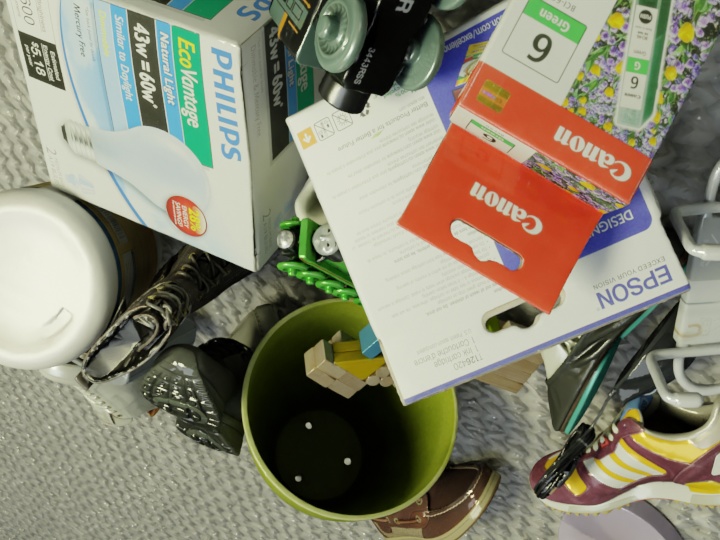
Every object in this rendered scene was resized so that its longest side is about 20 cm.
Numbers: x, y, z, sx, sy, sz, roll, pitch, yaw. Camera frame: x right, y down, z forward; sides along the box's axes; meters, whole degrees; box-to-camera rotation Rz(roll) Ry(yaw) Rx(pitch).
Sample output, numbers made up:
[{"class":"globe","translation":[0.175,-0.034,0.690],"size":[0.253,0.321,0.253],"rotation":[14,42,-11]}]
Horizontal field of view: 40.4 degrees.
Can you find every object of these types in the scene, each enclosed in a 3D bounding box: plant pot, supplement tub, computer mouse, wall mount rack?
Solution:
[{"class":"plant pot","translation":[-0.027,0.149,0.901],"size":[0.186,0.188,0.200],"rotation":[34,154,3]},{"class":"supplement tub","translation":[-0.258,-0.006,0.859],"size":[0.142,0.200,0.148],"rotation":[1,99,4]},{"class":"computer mouse","translation":[0.195,0.105,0.730],"size":[0.034,0.059,0.201],"rotation":[37,119,11]},{"class":"wall mount rack","translation":[0.274,0.018,0.613],"size":[0.170,0.075,0.203],"rotation":[-4,124,-2]}]

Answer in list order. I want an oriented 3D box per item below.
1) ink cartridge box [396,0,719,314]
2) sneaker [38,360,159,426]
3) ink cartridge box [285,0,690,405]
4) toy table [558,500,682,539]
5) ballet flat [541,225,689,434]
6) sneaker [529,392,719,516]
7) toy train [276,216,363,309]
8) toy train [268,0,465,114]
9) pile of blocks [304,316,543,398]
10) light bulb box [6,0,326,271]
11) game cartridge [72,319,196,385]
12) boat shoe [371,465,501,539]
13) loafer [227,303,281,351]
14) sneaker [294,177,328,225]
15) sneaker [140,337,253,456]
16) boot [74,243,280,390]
[{"class":"ink cartridge box","translation":[0.112,-0.090,0.537],"size":[0.108,0.202,0.050],"rotation":[29,177,-1]},{"class":"sneaker","translation":[-0.263,0.125,1.019],"size":[0.072,0.086,0.199],"rotation":[27,-177,29]},{"class":"ink cartridge box","translation":[0.075,-0.046,0.614],"size":[0.195,0.047,0.203],"rotation":[-24,91,20]},{"class":"toy table","translation":[0.231,0.311,0.900],"size":[0.182,0.118,0.201],"rotation":[-9,124,41]},{"class":"ballet flat","translation":[0.173,0.037,0.723],"size":[0.068,0.068,0.202],"rotation":[36,131,15]},{"class":"sneaker","translation":[0.216,0.139,0.786],"size":[0.198,0.075,0.091],"rotation":[-15,111,36]},{"class":"toy train","translation":[0.000,0.000,0.746],"size":[0.055,0.043,0.200],"rotation":[-2,166,23]},{"class":"toy train","translation":[0.016,-0.193,0.554],"size":[0.114,0.084,0.202],"rotation":[55,130,40]},{"class":"pile of blocks","translation":[0.052,0.050,0.785],"size":[0.196,0.063,0.083],"rotation":[-1,130,-10]},{"class":"light bulb box","translation":[-0.131,-0.137,0.723],"size":[0.197,0.125,0.200],"rotation":[21,138,19]},{"class":"game cartridge","translation":[-0.273,0.044,0.994],"size":[0.198,0.133,0.042],"rotation":[25,110,18]},{"class":"boat shoe","translation":[0.062,0.227,0.980],"size":[0.072,0.072,0.200],"rotation":[41,147,-8]},{"class":"loafer","translation":[-0.122,0.100,0.977],"size":[0.069,0.071,0.201],"rotation":[-3,146,-23]},{"class":"sneaker","translation":[0.036,-0.066,0.687],"size":[0.198,0.099,0.076],"rotation":[-15,108,43]},{"class":"sneaker","translation":[-0.131,0.093,0.846],"size":[0.075,0.092,0.201],"rotation":[20,159,8]},{"class":"boot","translation":[-0.131,0.009,0.790],"size":[0.069,0.174,0.200],"rotation":[45,111,-7]}]
